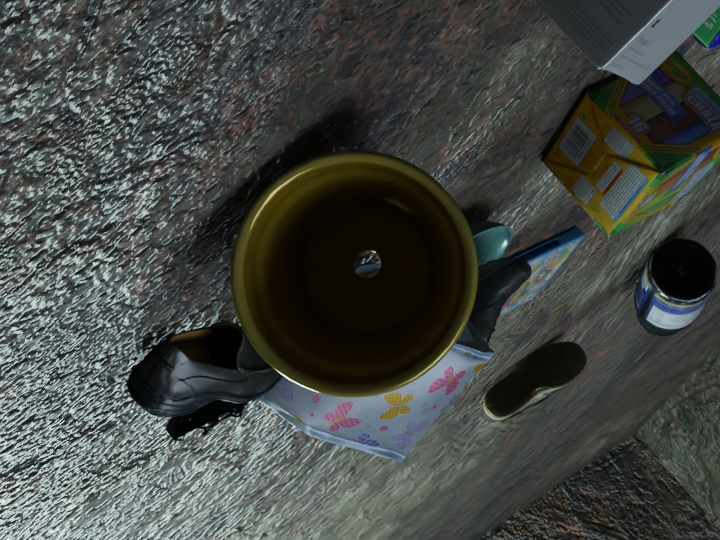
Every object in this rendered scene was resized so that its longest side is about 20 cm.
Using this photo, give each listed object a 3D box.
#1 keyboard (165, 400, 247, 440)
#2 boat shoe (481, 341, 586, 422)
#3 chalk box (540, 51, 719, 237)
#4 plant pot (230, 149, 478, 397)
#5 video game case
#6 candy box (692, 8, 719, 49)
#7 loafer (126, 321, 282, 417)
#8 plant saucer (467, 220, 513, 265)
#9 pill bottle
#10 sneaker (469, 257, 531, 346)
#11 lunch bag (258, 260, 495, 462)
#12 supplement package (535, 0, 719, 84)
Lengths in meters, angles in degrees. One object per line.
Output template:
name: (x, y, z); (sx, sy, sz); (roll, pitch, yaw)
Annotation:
keyboard: (-0.141, 0.115, 1.641); (0.200, 0.040, 0.104); (-22, 146, -60)
boat shoe: (0.271, 0.179, 2.605); (0.201, 0.072, 0.066); (-31, 171, -24)
chalk box: (0.322, -0.145, 1.779); (0.200, 0.124, 0.124); (-26, 159, -36)
plant pot: (0.000, 0.000, 1.397); (0.201, 0.201, 0.189); (-41, 179, 4)
video game case: (0.193, 0.020, 2.111); (0.200, 0.018, 0.143); (-23, 157, -42)
candy box: (0.402, -0.323, 1.553); (0.169, 0.077, 0.200); (-29, 159, -34)
loafer: (-0.124, 0.081, 1.519); (0.200, 0.073, 0.072); (-18, 149, -53)
plant saucer: (0.081, 0.006, 1.813); (0.200, 0.036, 0.200); (-35, 162, -13)
pill bottle: (0.504, 0.034, 2.637); (0.112, 0.112, 0.200); (-35, 163, -13)
sneaker: (0.121, 0.066, 1.833); (0.200, 0.091, 0.076); (-40, 161, -2)
lunch bag: (0.005, 0.085, 1.673); (0.200, 0.127, 0.170); (19, 117, -42)
supplement package: (0.245, -0.265, 1.327); (0.200, 0.117, 0.117); (-45, 161, 18)
